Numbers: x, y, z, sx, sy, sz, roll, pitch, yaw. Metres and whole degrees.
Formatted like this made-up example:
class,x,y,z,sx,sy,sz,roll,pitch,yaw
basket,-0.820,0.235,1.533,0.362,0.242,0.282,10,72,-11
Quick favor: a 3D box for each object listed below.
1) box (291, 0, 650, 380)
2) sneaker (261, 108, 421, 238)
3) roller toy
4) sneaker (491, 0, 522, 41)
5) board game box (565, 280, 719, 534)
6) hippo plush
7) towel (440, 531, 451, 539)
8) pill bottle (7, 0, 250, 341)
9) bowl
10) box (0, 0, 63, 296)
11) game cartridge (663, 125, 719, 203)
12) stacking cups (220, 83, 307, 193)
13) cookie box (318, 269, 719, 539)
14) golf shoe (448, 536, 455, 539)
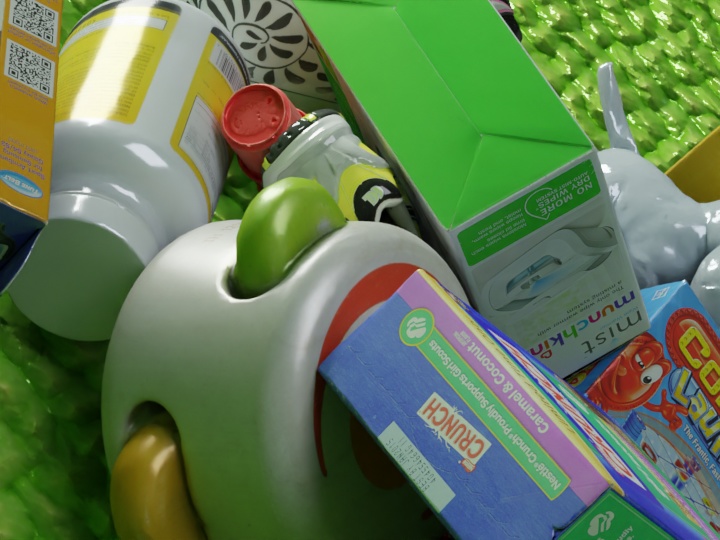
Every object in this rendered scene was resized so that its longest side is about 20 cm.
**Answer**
class,x,y,z,sx,sy,sz,roll,pitch,yaw
box,0.065,-0.061,1.511,0.200,0.097,0.177,58,-5,36
sneaker,0.000,0.000,1.487,0.076,0.075,0.200,43,-14,34
roller toy,-0.038,0.068,1.378,0.182,0.139,0.201,30,67,-50
sneaker,0.055,-0.159,1.813,0.200,0.080,0.086,-32,92,-50
board game box,0.169,0.143,1.547,0.196,0.056,0.200,-45,106,-35
hippo plush,0.200,0.005,1.684,0.160,0.160,0.200,12,46,11
towel,0.018,0.108,1.544,0.144,0.022,0.200,20,40,-31
pill bottle,-0.130,-0.054,1.465,0.112,0.112,0.200,36,35,-16
bowl,-0.047,-0.138,1.628,0.200,0.094,0.201,14,5,-1
box,-0.201,-0.050,1.375,0.041,0.119,0.200,28,37,-25
game cartridge,0.284,-0.009,1.708,0.032,0.176,0.200,-31,82,-41
stacking cups,-0.032,-0.044,1.531,0.061,0.060,0.200,68,10,28
cookie box,0.096,0.109,1.293,0.200,0.075,0.171,37,10,-48
golf shoe,0.121,0.193,1.404,0.200,0.088,0.077,40,67,-26
